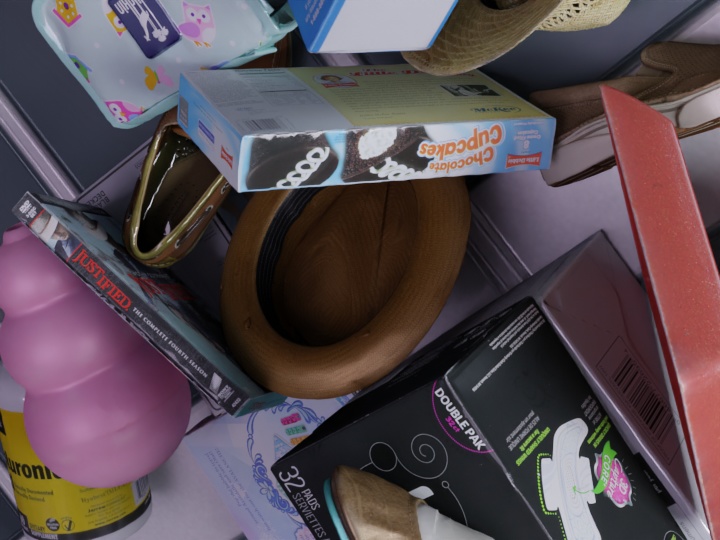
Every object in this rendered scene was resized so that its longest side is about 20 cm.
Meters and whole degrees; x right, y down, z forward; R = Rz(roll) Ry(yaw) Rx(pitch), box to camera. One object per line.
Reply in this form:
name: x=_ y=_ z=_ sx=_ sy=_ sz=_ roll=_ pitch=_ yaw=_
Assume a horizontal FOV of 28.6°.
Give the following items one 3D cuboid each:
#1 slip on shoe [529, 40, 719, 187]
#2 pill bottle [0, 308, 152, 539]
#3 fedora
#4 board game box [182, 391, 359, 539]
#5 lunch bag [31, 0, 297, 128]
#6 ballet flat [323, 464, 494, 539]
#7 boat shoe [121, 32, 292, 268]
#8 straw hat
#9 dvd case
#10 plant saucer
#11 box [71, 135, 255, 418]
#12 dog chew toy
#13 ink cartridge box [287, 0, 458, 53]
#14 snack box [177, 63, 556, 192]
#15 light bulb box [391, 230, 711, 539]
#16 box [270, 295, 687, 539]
slip on shoe: x=0.187 y=-0.109 z=0.834 sx=0.200 sy=0.076 sz=0.061 roll=-22 pitch=84 yaw=40
pill bottle: x=-0.241 y=0.120 z=1.158 sx=0.111 sy=0.111 sz=0.201 roll=4 pitch=112 yaw=29
fedora: x=0.000 y=0.000 z=0.948 sx=0.200 sy=0.082 sz=0.201 roll=-13 pitch=60 yaw=25
board game box: x=-0.013 y=0.169 z=1.087 sx=0.199 sy=0.043 sz=0.200 roll=-30 pitch=95 yaw=36
lunch bag: x=-0.124 y=-0.207 z=0.905 sx=0.170 sy=0.122 sz=0.201 roll=-23 pitch=73 yaw=37
ballet flat: x=0.050 y=0.182 z=0.743 sx=0.072 sy=0.068 sz=0.200 roll=-20 pitch=100 yaw=14
boat shoe: x=-0.101 y=-0.093 z=0.961 sx=0.072 sy=0.068 sz=0.200 roll=23 pitch=94 yaw=0
straw hat: x=0.117 y=-0.182 z=0.822 sx=0.085 sy=0.201 sz=0.201 roll=27 pitch=135 yaw=-33
dvd case: x=-0.136 y=0.023 z=0.964 sx=0.200 sy=0.146 sz=0.022 roll=41 pitch=94 yaw=9
plant saucer: x=0.182 y=0.025 z=0.787 sx=0.037 sy=0.200 sz=0.200 roll=-15 pitch=143 yaw=11
box: x=-0.112 y=-0.003 z=1.058 sx=0.117 sy=0.060 sz=0.200 roll=-33 pitch=92 yaw=36
dog chew toy: x=-0.206 y=0.056 z=1.032 sx=0.124 sy=0.125 sz=0.200 roll=-13 pitch=108 yaw=34
ink cartridge box: x=-0.002 y=-0.241 z=0.771 sx=0.200 sy=0.086 sz=0.147 roll=67 pitch=149 yaw=24
snack box: x=0.002 y=-0.090 z=0.849 sx=0.116 sy=0.199 sz=0.037 roll=-133 pitch=43 yaw=-55
light bulb box: x=0.124 y=0.119 z=0.934 sx=0.200 sy=0.125 sz=0.198 roll=-37 pitch=91 yaw=36
box: x=0.077 y=0.147 z=0.821 sx=0.148 sy=0.124 sz=0.200 roll=-32 pitch=91 yaw=36
